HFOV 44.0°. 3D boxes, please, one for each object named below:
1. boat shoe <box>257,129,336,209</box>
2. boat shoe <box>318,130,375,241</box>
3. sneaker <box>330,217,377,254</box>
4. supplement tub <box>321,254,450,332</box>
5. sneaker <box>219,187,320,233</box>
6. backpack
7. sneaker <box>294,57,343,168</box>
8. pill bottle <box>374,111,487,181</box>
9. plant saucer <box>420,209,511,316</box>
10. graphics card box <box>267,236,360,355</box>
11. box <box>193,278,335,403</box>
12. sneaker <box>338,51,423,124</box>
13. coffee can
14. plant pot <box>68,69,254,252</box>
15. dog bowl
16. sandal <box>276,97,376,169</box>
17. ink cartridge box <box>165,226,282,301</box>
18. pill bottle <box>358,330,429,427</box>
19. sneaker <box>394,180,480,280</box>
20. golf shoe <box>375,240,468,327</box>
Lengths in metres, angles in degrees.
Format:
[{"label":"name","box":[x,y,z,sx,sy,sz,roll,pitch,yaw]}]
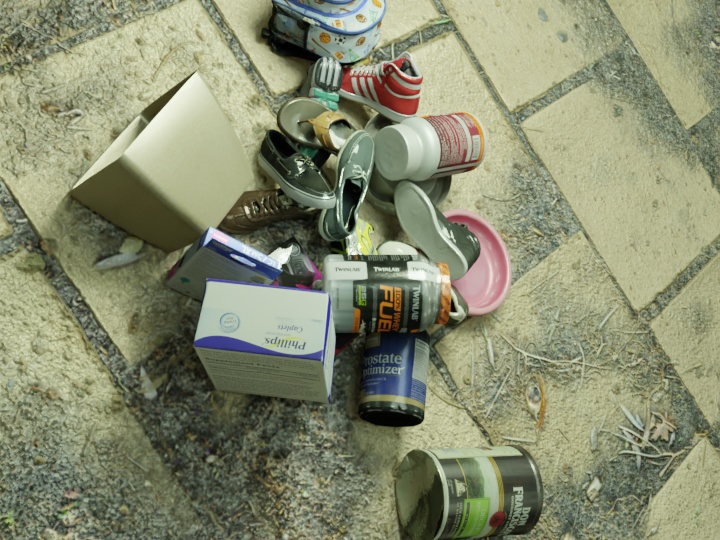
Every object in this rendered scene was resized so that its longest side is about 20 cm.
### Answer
[{"label":"boat shoe","box":[-0.107,-0.167,1.462,0.068,0.057,0.200,-12,39,-38]},{"label":"boat shoe","box":[-0.009,-0.143,1.488,0.072,0.061,0.203,30,72,-33]},{"label":"sneaker","box":[0.000,0.000,1.523,0.075,0.075,0.203,4,72,-28]},{"label":"supplement tub","box":[0.038,0.036,1.407,0.196,0.123,0.125,-1,71,-5]},{"label":"sneaker","box":[-0.144,-0.114,1.477,0.198,0.075,0.071,-14,80,-34]},{"label":"backpack","box":[-0.049,-0.468,1.594,0.189,0.155,0.201,31,59,4]},{"label":"sneaker","box":[-0.081,-0.273,1.583,0.073,0.087,0.203,14,90,-26]},{"label":"pill bottle","box":[0.123,-0.217,1.571,0.198,0.109,0.111,-14,80,-40]},{"label":"plant saucer","box":[0.189,-0.011,1.655,0.198,0.051,0.204,10,69,-27]},{"label":"graphics card box","box":[-0.102,0.061,1.456,0.125,0.051,0.201,-37,93,-34]},{"label":"box","box":[-0.131,0.107,1.296,0.181,0.201,0.107,6,66,3]},{"label":"sneaker","box":[0.024,-0.354,1.603,0.198,0.113,0.071,27,42,12]},{"label":"coffee can","box":[0.177,0.363,1.457,0.197,0.146,0.149,4,71,-29]},{"label":"plant pot","box":[-0.282,-0.146,1.347,0.177,0.198,0.201,46,56,-22]},{"label":"dog bowl","box":[0.073,-0.192,1.644,0.197,0.059,0.203,11,67,-28]},{"label":"sandal","box":[-0.048,-0.231,1.521,0.198,0.054,0.083,31,80,-18]},{"label":"ink cartridge box","box":[-0.202,0.000,1.326,0.118,0.199,0.042,27,60,-20]},{"label":"pill bottle","box":[0.059,0.150,1.483,0.110,0.112,0.203,17,65,-25]},{"label":"sneaker","box":[0.138,-0.077,1.580,0.201,0.071,0.099,55,32,9]},{"label":"golf shoe","box":[0.107,0.015,1.539,0.199,0.088,0.078,39,90,7]}]
